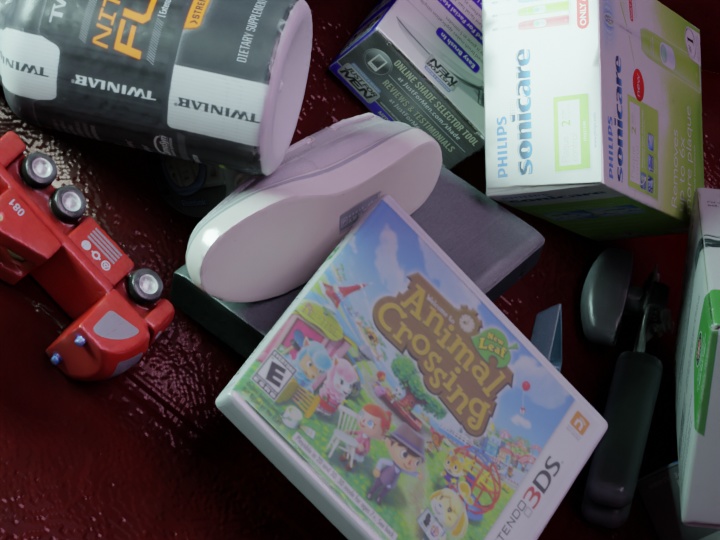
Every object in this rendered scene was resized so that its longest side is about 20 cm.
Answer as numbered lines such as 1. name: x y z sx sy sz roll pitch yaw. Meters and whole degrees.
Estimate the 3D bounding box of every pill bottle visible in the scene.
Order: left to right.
1. pill bottle: -0.135 -0.125 1.309 0.199 0.106 0.106 12 54 7

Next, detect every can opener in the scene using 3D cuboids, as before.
1. can opener: 0.172 0.078 1.523 0.066 0.053 0.201 9 54 6

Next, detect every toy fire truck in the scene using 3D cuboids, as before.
1. toy fire truck: -0.211 -0.002 1.267 0.200 0.049 0.141 48 49 -8

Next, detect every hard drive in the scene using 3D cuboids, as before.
1. hard drive: 0.000 0.000 1.391 0.139 0.033 0.200 35 49 20

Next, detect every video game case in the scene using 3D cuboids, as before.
1. video game case: 0.035 0.083 1.307 0.200 0.022 0.182 46 52 -10

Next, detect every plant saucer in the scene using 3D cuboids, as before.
1. plant saucer: 0.103 0.118 1.438 0.019 0.070 0.200 9 54 11

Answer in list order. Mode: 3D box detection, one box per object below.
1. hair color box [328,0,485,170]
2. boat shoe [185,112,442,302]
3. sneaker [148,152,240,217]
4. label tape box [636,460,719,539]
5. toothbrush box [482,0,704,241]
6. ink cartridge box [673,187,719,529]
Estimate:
1. hair color box: 0.072 -0.170 1.555 0.109 0.065 0.200 45 47 -11
2. boat shoe: -0.038 -0.046 1.357 0.068 0.072 0.200 31 48 33
3. sneaker: -0.096 -0.130 1.413 0.087 0.074 0.201 -3 79 -46
4. label tape box: 0.288 0.207 1.525 0.143 0.066 0.201 -14 79 -39
5. toothbrush box: 0.156 -0.107 1.499 0.200 0.086 0.146 17 71 -61
6. ink cartridge box: 0.249 0.053 1.453 0.083 0.147 0.200 5 28 3
